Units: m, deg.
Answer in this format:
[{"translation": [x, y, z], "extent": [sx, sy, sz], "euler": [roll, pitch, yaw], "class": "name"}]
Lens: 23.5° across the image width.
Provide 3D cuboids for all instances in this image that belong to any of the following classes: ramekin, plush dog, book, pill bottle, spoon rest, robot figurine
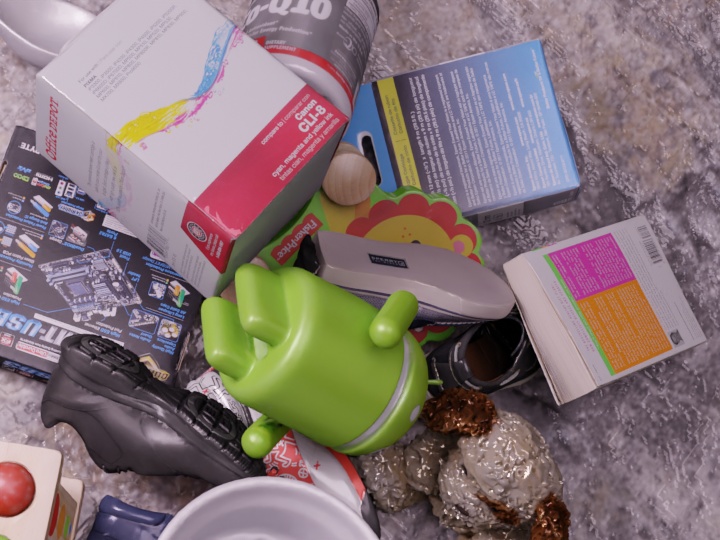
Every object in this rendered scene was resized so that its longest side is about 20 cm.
[{"translation": [-0.077, 0.269, 1.340], "extent": [0.200, 0.098, 0.201], "euler": [6, 67, -14], "class": "ramekin"}, {"translation": [0.112, 0.175, 1.452], "extent": [0.160, 0.172, 0.200], "euler": [-40, 88, -21], "class": "plush dog"}, {"translation": [0.221, 0.029, 1.545], "extent": [0.200, 0.048, 0.134], "euler": [-15, 78, -48], "class": "book"}, {"translation": [-0.046, -0.207, 1.513], "extent": [0.114, 0.114, 0.200], "euler": [22, 50, -9], "class": "pill bottle"}, {"translation": [-0.310, -0.217, 1.488], "extent": [0.200, 0.061, 0.099], "euler": [9, 35, -11], "class": "spoon rest"}, {"translation": [-0.030, 0.072, 1.364], "extent": [0.200, 0.175, 0.116], "euler": [31, 27, -33], "class": "robot figurine"}]

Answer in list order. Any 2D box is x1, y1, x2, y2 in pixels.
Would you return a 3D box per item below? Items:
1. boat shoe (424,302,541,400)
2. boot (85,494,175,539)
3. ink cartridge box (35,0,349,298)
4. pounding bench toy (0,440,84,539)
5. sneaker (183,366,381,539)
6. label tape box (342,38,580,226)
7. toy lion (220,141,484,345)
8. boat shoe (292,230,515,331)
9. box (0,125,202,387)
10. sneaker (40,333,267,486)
[{"translation": [0.132, 0.063, 1.520], "extent": [0.200, 0.068, 0.072], "euler": [-27, 80, -44], "class": "boat shoe"}, {"translation": [-0.133, 0.254, 1.415], "extent": [0.200, 0.073, 0.091], "euler": [21, 78, -9], "class": "boot"}, {"translation": [-0.138, -0.108, 1.367], "extent": [0.200, 0.145, 0.145], "euler": [40, 68, 4], "class": "ink cartridge box"}, {"translation": [-0.298, 0.236, 1.318], "extent": [0.124, 0.156, 0.200], "euler": [9, 73, 1], "class": "pounding bench toy"}, {"translation": [-0.074, 0.165, 1.461], "extent": [0.108, 0.067, 0.202], "euler": [-30, 83, -18], "class": "sneaker"}, {"translation": [0.085, -0.112, 1.570], "extent": [0.200, 0.066, 0.144], "euler": [-15, 80, 3], "class": "label tape box"}, {"translation": [0.000, 0.000, 1.505], "extent": [0.200, 0.069, 0.192], "euler": [-44, 105, 2], "class": "toy lion"}, {"translation": [0.026, 0.030, 1.465], "extent": [0.200, 0.093, 0.075], "euler": [13, 34, -21], "class": "boat shoe"}, {"translation": [-0.231, 0.002, 1.467], "extent": [0.200, 0.050, 0.199], "euler": [19, 72, -11], "class": "box"}, {"translation": [-0.168, 0.133, 1.398], "extent": [0.200, 0.076, 0.091], "euler": [32, 103, 7], "class": "sneaker"}]
